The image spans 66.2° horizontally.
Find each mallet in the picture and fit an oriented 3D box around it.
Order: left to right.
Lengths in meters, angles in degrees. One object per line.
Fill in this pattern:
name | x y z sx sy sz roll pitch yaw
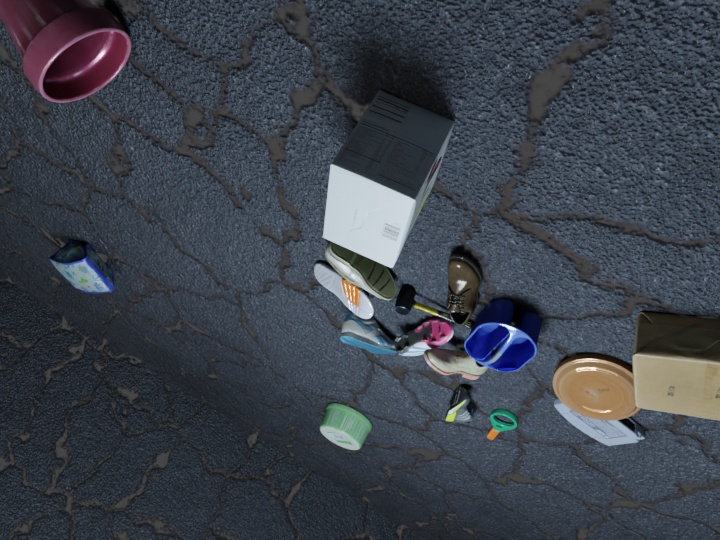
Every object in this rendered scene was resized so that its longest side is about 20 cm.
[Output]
mallet | 0.182 0.092 1.343 0.198 0.066 0.041 15 148 -5

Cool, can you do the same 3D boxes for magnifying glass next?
magnifying glass | 0.421 0.471 1.678 0.079 0.022 0.201 22 144 11

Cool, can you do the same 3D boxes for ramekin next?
ramekin | -0.062 0.614 2.157 0.198 0.098 0.201 20 146 14

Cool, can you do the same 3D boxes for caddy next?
caddy | 0.321 0.159 1.254 0.141 0.105 0.200 27 147 4

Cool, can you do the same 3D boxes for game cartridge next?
game cartridge | 0.597 0.374 1.399 0.199 0.041 0.133 37 143 -10

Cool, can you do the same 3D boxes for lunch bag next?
lunch bag | -1.000 -0.006 2.015 0.199 0.128 0.171 15 145 37

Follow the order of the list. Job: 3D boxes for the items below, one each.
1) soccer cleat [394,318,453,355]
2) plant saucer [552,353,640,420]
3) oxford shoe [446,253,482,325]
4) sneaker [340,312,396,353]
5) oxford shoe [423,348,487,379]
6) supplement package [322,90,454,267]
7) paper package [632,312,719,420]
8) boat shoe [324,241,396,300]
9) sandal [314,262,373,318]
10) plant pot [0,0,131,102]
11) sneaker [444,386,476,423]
soccer cleat | 0.177 0.174 1.435 0.086 0.070 0.199 15 151 -39
plant saucer | 0.546 0.276 1.274 0.199 0.032 0.202 16 132 18
oxford shoe | 0.221 0.047 1.203 0.072 0.085 0.201 11 141 28
sneaker | 0.035 0.179 1.533 0.199 0.081 0.076 27 151 -34
oxford shoe | 0.247 0.222 1.404 0.199 0.071 0.074 15 135 -33
supplement package | 0.045 -0.156 0.958 0.146 0.201 0.192 24 147 7
paper package | 0.630 0.187 1.063 0.189 0.104 0.201 3 138 32
boat shoe | 0.000 0.000 1.325 0.200 0.075 0.068 42 152 -6
sandal | -0.031 0.037 1.412 0.206 0.059 0.080 39 135 24
plant pot | -0.577 -0.456 1.054 0.179 0.200 0.200 49 145 -3
sneaker | 0.306 0.403 1.637 0.080 0.074 0.200 16 153 8
